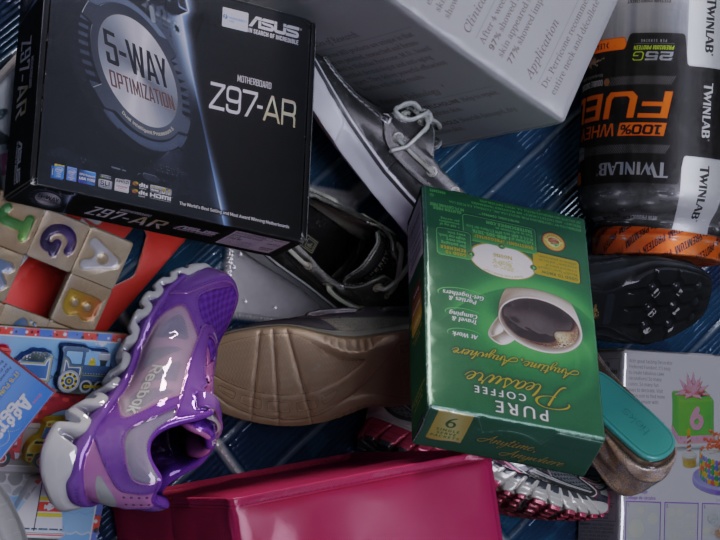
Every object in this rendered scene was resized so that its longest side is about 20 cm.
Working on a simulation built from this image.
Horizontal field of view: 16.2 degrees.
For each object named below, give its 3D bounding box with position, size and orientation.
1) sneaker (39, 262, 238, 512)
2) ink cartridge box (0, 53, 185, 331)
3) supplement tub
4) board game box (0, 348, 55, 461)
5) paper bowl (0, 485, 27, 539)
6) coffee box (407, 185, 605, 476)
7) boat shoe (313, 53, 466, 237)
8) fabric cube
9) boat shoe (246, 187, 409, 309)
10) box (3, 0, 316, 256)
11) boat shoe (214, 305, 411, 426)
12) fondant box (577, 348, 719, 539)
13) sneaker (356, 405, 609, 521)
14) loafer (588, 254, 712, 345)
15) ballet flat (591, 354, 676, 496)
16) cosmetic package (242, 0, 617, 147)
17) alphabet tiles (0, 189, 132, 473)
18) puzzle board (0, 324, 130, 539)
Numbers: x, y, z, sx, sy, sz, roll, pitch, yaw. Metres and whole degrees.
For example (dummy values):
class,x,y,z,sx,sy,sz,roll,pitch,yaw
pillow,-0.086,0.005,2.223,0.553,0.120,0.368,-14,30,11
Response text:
class,x,y,z,sx,sy,sz,roll,pitch,yaw
sneaker,-0.121,0.082,1.628,0.200,0.088,0.081,-58,149,-34
ink cartridge box,-0.194,-0.049,1.668,0.174,0.044,0.200,47,67,-17
supplement tub,0.222,-0.106,1.857,0.122,0.123,0.200,6,83,-29
board game box,-0.291,0.124,1.580,0.103,0.019,0.200,41,83,-28
paper bowl,-0.295,0.194,1.527,0.201,0.104,0.201,-8,108,-27
coffee box,0.092,0.038,1.660,0.123,0.044,0.200,11,46,-14
boat shoe,0.028,-0.082,1.753,0.068,0.074,0.199,-38,90,2
fabric cube,-0.026,0.230,1.653,0.196,0.200,0.199,-7,89,-28
boat shoe,0.000,0.000,1.759,0.200,0.064,0.071,29,73,-25
box,-0.127,-0.106,1.648,0.200,0.044,0.160,13,70,-28
boat shoe,-0.018,0.061,1.735,0.200,0.065,0.072,-6,105,-4
fondant box,0.237,0.162,1.886,0.144,0.058,0.200,4,86,-29
sneaker,0.097,0.126,1.797,0.200,0.081,0.075,26,72,-25
loafer,0.162,0.016,1.795,0.200,0.070,0.068,-5,116,-33
ballet flat,0.146,0.084,1.824,0.068,0.067,0.200,-22,63,-31
cosmetic package,0.055,-0.212,1.746,0.200,0.166,0.167,34,71,-24
alphabet tiles,-0.255,0.045,1.611,0.167,0.008,0.200,22,93,-31
puzzle board,-0.249,0.108,1.617,0.200,0.017,0.151,5,101,-28
